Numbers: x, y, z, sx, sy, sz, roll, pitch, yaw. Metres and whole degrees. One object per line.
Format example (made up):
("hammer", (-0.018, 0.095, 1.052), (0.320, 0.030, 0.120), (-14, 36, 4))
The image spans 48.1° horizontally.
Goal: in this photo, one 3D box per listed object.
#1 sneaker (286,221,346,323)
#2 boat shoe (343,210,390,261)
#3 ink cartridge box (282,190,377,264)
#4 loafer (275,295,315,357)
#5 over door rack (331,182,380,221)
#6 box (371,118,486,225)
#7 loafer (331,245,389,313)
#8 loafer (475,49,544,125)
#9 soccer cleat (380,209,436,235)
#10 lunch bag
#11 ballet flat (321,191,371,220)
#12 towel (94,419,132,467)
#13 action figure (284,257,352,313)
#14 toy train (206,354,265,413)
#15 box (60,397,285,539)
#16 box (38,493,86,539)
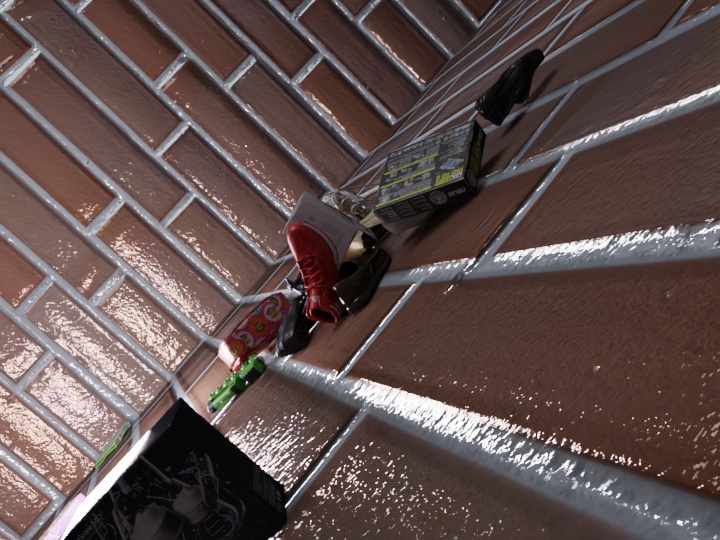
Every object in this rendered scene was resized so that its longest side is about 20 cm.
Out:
("sneaker", (-0.081, 0.012, 1.499), (0.078, 0.201, 0.116), (-24, 25, 26))
("boat shoe", (0.007, -0.069, 1.801), (0.200, 0.071, 0.076), (-45, 25, 26))
("ink cartridge box", (-0.062, -0.081, 1.661), (0.084, 0.175, 0.200), (-61, 6, 7))
("loafer", (-0.138, 0.112, 1.685), (0.070, 0.068, 0.201), (-35, 17, 21))
("over door rack", (0.053, -0.159, 1.737), (0.198, 0.067, 0.148), (-21, 23, -14))
("box", (0.125, -0.179, 1.471), (0.199, 0.044, 0.161), (-17, 42, 34))
("loafer", (0.000, 0.000, 1.516), (0.073, 0.071, 0.200), (-42, 11, 28))
("loafer", (0.303, -0.360, 1.587), (0.201, 0.070, 0.068), (-47, 8, -24))
("soccer cleat", (0.128, -0.138, 1.542), (0.199, 0.078, 0.070), (-31, 50, 15))
("lunch bag", (-0.250, 0.150, 1.921), (0.200, 0.082, 0.176), (-44, -3, -25))
("ballet flat", (-0.017, -0.118, 1.860), (0.075, 0.199, 0.064), (-24, 59, 37))
("towel", (-1.010, 0.710, 3.300), (0.149, 0.031, 0.200), (-48, 11, 14))
("action figure", (-0.083, 0.012, 1.707), (0.103, 0.118, 0.200), (-61, -6, 30))
("toy train", (-0.286, 0.262, 1.837), (0.200, 0.042, 0.057), (-43, 21, 27))
("box", (-0.222, 0.296, 0.977), (0.200, 0.182, 0.104), (-47, 10, 3))
("box", (-0.983, 0.833, 2.627), (0.137, 0.039, 0.200), (-38, 13, 41))
